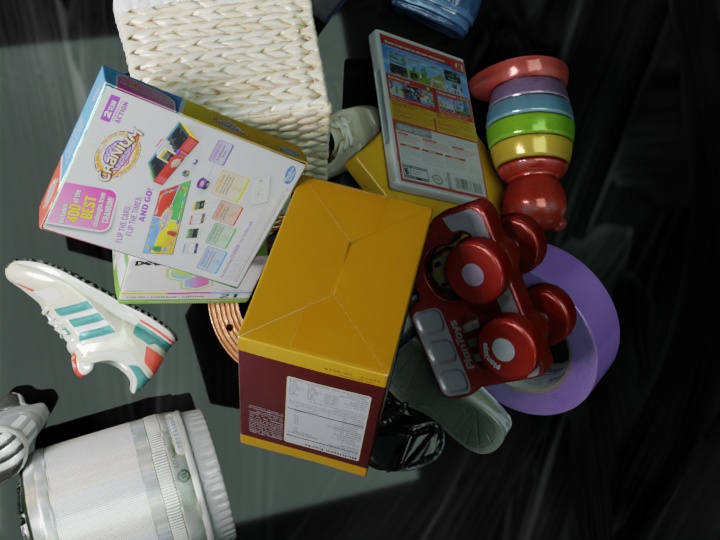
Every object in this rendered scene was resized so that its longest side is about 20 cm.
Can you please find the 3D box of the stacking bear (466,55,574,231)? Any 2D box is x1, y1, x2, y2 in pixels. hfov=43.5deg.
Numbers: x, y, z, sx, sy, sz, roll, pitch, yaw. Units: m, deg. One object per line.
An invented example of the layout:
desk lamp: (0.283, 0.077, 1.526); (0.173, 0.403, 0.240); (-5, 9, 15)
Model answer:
stacking bear: (0.203, -0.143, 1.082); (0.121, 0.114, 0.201); (1, 78, -16)

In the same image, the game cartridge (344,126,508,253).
game cartridge: (0.090, -0.106, 1.065); (0.176, 0.032, 0.200); (52, 49, -8)

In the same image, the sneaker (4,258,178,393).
sneaker: (-0.305, 0.063, 0.981); (0.200, 0.070, 0.094); (30, 76, -15)

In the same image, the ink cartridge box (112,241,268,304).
ink cartridge box: (-0.168, -0.043, 0.925); (0.147, 0.200, 0.076); (0, 62, -22)

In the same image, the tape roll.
tape roll: (0.194, 0.067, 1.046); (0.066, 0.200, 0.200); (-39, 100, -43)

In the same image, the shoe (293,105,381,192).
shoe: (-0.051, -0.136, 1.063); (0.200, 0.053, 0.070); (-32, 97, -13)

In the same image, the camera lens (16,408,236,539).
camera lens: (-0.246, 0.243, 0.947); (0.200, 0.160, 0.160); (-15, 93, -15)

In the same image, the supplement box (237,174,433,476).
supplement box: (-0.026, 0.056, 0.878); (0.132, 0.200, 0.198); (14, 52, 4)

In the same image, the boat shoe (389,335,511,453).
boat shoe: (0.095, 0.134, 1.082); (0.202, 0.065, 0.075); (38, 115, 11)

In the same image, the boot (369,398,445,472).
boot: (-0.021, 0.172, 1.005); (0.200, 0.168, 0.077); (7, 87, -14)

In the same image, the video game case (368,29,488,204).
video game case: (0.080, -0.176, 1.055); (0.143, 0.017, 0.200); (9, 65, -37)

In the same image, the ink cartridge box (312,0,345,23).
ink cartridge box: (-0.001, -0.401, 1.040); (0.076, 0.136, 0.200); (33, 81, -14)

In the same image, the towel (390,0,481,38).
towel: (0.115, -0.398, 1.117); (0.111, 0.049, 0.200); (19, 84, -15)

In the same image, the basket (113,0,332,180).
basket: (-0.137, -0.183, 0.941); (0.199, 0.198, 0.161); (-9, 72, -7)

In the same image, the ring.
ring: (-0.079, 0.032, 1.061); (0.200, 0.019, 0.201); (2, 81, -12)

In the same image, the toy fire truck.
toy fire truck: (0.117, 0.034, 0.952); (0.112, 0.168, 0.200); (-31, 100, -50)

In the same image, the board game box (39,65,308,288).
board game box: (-0.171, -0.079, 0.832); (0.200, 0.040, 0.153); (20, 115, -30)

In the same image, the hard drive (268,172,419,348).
hard drive: (0.000, 0.000, 1.036); (0.135, 0.042, 0.200); (-40, 90, 2)

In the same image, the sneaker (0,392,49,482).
sneaker: (-0.407, 0.188, 0.954); (0.200, 0.116, 0.075); (-20, 110, 21)
